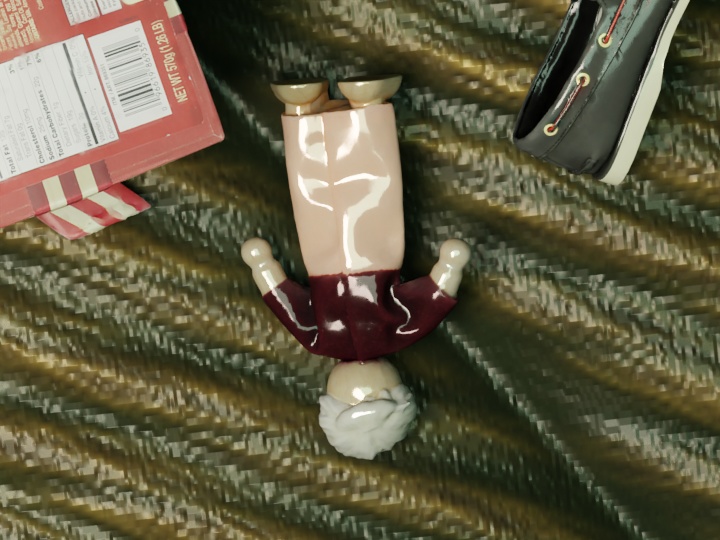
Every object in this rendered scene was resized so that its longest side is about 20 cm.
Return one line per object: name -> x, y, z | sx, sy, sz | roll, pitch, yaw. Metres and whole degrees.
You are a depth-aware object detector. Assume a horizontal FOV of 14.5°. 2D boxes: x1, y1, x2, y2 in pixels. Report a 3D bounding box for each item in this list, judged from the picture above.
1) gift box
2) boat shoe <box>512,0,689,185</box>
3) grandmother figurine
gift box -> -0.173, -0.101, 1.402 | 0.199, 0.187, 0.186 | -17, 94, -21
boat shoe -> 0.136, -0.147, 1.465 | 0.063, 0.074, 0.203 | 18, 98, -12
grandmother figurine -> 0.000, 0.000, 1.483 | 0.121, 0.061, 0.201 | 0, 99, 24
